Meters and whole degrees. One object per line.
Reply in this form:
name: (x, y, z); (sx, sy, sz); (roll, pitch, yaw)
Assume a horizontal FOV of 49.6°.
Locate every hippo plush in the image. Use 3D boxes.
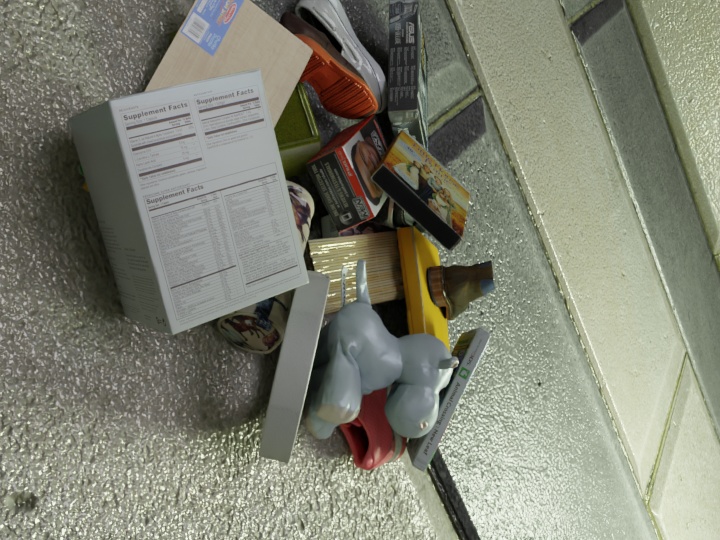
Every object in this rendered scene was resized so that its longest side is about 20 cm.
hippo plush: (0.026, 0.115, 0.941); (0.157, 0.159, 0.205); (16, 80, -14)

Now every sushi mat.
sushi mat: (0.000, 0.000, 1.053); (0.198, 0.012, 0.098); (-9, 86, -52)

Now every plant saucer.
plant saucer: (-0.127, -0.217, 0.993); (0.198, 0.047, 0.205); (-25, 98, -53)

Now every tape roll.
tape roll: (-0.072, 0.104, 0.852); (0.036, 0.204, 0.207); (12, 59, -3)

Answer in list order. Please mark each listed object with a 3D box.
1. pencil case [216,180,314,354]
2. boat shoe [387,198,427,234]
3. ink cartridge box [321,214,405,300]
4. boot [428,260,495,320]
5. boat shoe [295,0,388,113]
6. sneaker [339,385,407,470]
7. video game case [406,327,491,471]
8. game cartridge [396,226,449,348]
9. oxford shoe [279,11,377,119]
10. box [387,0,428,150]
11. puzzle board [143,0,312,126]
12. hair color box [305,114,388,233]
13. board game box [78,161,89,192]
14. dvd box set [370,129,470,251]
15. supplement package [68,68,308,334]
pencil case: (-0.109, -0.011, 0.919); (0.090, 0.076, 0.204); (55, 38, -50)
boat shoe: (0.086, -0.093, 1.156); (0.200, 0.059, 0.078); (-14, 117, -74)
ink cartridge box: (0.023, -0.016, 1.128); (0.198, 0.039, 0.102); (11, 69, -51)
boot: (0.170, 0.031, 1.197); (0.200, 0.094, 0.077); (27, 55, -70)
boat shoe: (-0.031, -0.311, 1.144); (0.202, 0.073, 0.066); (55, 52, -16)
sneaker: (0.003, 0.161, 1.012); (0.086, 0.073, 0.205); (-16, 91, -52)
video game case: (0.112, 0.166, 1.031); (0.185, 0.022, 0.200); (-63, 176, -5)
game cartridge: (0.097, 0.052, 1.162); (0.176, 0.032, 0.206); (30, 54, -70)
oxford shoe: (-0.039, -0.272, 1.043); (0.199, 0.070, 0.074); (34, 42, -52)
box: (0.077, -0.296, 1.231); (0.158, 0.048, 0.205); (65, 24, -66)
puzzle board: (-0.157, -0.216, 0.903); (0.149, 0.017, 0.204); (32, 75, -25)
hair color box: (-0.004, -0.138, 1.073); (0.103, 0.060, 0.201); (63, 22, -16)
board game box: (-0.215, -0.086, 0.850); (0.199, 0.029, 0.098); (41, 48, -40)
dvd box set: (0.090, -0.118, 1.091); (0.146, 0.029, 0.201); (42, 24, -7)
supplement package: (-0.165, -0.068, 0.747); (0.148, 0.150, 0.205); (-20, 104, -31)
